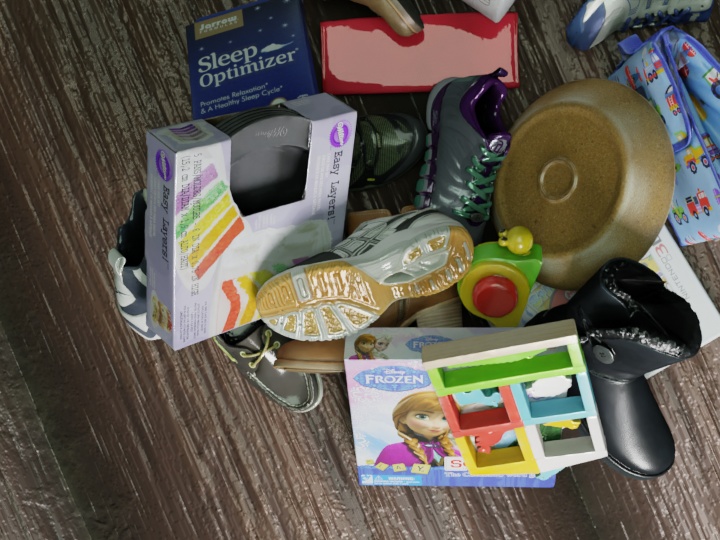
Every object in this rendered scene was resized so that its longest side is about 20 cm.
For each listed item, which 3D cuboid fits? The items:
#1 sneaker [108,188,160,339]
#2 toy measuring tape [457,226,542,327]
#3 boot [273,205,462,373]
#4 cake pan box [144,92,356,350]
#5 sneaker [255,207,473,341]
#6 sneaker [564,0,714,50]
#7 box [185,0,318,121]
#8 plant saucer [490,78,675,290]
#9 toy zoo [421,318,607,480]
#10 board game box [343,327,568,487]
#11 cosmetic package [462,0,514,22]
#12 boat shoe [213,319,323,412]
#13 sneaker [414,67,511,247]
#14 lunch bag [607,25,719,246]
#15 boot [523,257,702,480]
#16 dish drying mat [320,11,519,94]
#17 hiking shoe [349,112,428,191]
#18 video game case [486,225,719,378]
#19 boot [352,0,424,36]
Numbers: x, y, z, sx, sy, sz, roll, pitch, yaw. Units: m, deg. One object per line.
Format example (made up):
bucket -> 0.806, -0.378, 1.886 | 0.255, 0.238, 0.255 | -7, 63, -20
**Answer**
sneaker -> -0.146, -0.038, 0.861 | 0.199, 0.130, 0.080 | -32, 55, -15
toy measuring tape -> 0.116, 0.039, 0.897 | 0.073, 0.074, 0.201 | 18, 127, 4
boot -> 0.000, 0.019, 0.933 | 0.199, 0.074, 0.156 | -10, 86, -13
cake pan box -> -0.094, -0.048, 0.810 | 0.052, 0.184, 0.201 | 35, 130, 36
sneaker -> 0.000, 0.000, 0.849 | 0.199, 0.088, 0.076 | -17, 119, -8
sneaker -> 0.293, -0.265, 0.900 | 0.200, 0.075, 0.088 | -36, 89, 6
box -> -0.106, -0.198, 0.909 | 0.121, 0.032, 0.201 | -15, 57, 7
plant saucer -> 0.191, -0.082, 0.874 | 0.200, 0.035, 0.201 | -6, 81, 45
toy zoo -> 0.143, 0.127, 0.833 | 0.131, 0.021, 0.200 | -11, 132, 14
board game box -> 0.090, 0.133, 0.888 | 0.199, 0.041, 0.200 | -1, 134, 5
cosmetic package -> 0.097, -0.371, 0.862 | 0.200, 0.167, 0.167 | 34, 88, 4
boat shoe -> -0.113, 0.065, 0.954 | 0.072, 0.061, 0.201 | -38, 88, 5
sneaker -> 0.103, -0.091, 0.894 | 0.074, 0.087, 0.201 | 1, 86, -34
lunch bag -> 0.303, -0.134, 0.864 | 0.094, 0.151, 0.200 | -32, 87, -1
boot -> 0.248, 0.094, 0.843 | 0.076, 0.168, 0.200 | -36, 85, -27
dish drying mat -> 0.059, -0.219, 0.951 | 0.199, 0.018, 0.077 | -1, 92, 4
hiking shoe -> -0.031, -0.111, 0.921 | 0.199, 0.101, 0.076 | -12, 91, 5
video game case -> 0.233, 0.033, 0.941 | 0.200, 0.023, 0.182 | -32, 89, 6
boot -> -0.020, -0.291, 0.936 | 0.200, 0.074, 0.075 | 46, 106, 10
